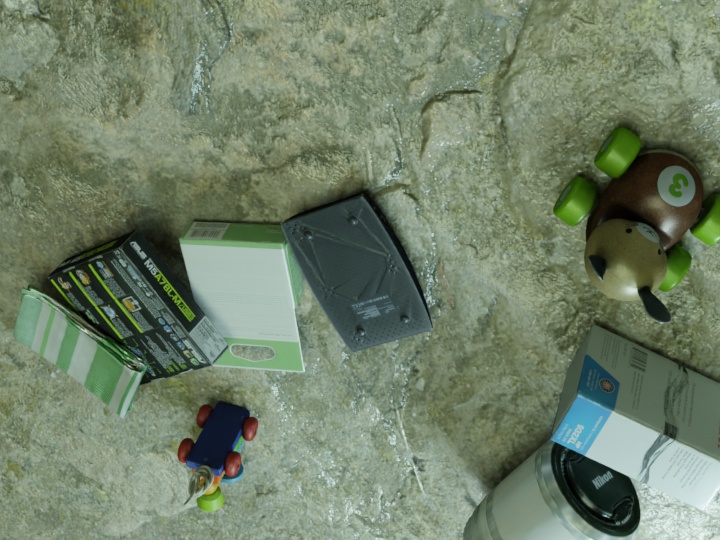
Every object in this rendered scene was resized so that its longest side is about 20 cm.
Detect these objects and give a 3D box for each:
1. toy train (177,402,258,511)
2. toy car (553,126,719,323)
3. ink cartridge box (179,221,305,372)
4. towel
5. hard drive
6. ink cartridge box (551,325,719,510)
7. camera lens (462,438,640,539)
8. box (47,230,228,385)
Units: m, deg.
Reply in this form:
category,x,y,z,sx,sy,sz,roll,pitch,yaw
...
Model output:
category,x,y,z,sx,sy,sz,roll,pitch,yaw
toy train,-0.207,0.284,1.834,0.084,0.200,0.116,14,129,9
toy car,0.301,-0.030,1.468,0.164,0.200,0.158,34,125,-5
ink cartridge box,-0.145,0.035,1.750,0.144,0.048,0.201,3,125,17
towel,-0.390,0.112,1.857,0.199,0.023,0.153,34,143,3
hard drive,0.000,0.000,1.682,0.134,0.042,0.201,-17,114,26
ink cartridge box,0.341,0.173,1.605,0.199,0.145,0.084,25,125,2
camera lens,0.246,0.320,1.727,0.160,0.160,0.200,37,125,-7
box,-0.295,0.054,1.780,0.193,0.048,0.200,-17,116,49
